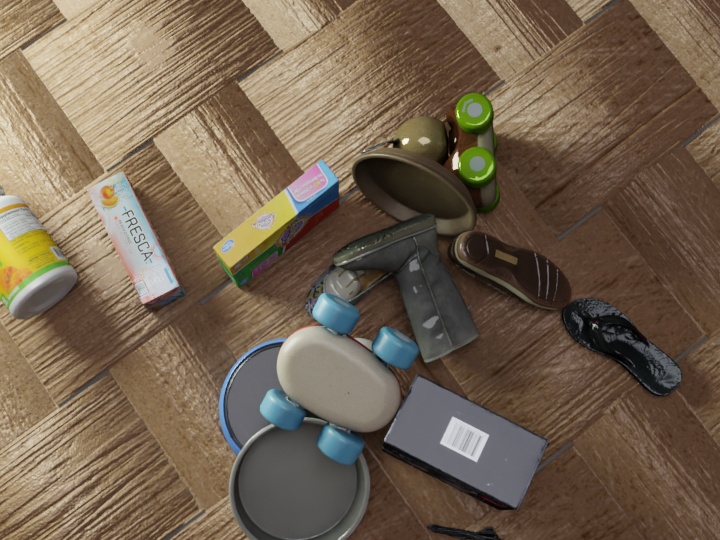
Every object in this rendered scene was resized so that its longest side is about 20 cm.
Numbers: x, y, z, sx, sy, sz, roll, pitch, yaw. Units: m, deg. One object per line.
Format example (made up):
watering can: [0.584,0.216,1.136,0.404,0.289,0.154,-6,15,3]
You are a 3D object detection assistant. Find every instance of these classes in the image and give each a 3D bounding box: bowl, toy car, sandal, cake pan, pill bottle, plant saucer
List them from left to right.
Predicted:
pill bottle: [-0.517,-0.038,1.633,0.111,0.111,0.200,-37,80,-8]
bowl: [-0.109,0.198,1.621,0.198,0.039,0.203,0,78,0]
cake pan: [-0.086,0.302,1.568,0.198,0.037,0.202,-1,96,-7]
toy car: [-0.023,0.137,1.548,0.176,0.200,0.185,29,98,1]
plant saucer: [0.081,-0.116,1.610,0.199,0.200,0.030,25,70,5]
toy car: [0.103,-0.167,1.647,0.198,0.164,0.159,-3,77,9]
sandal: [0.390,0.105,1.638,0.200,0.048,0.076,36,80,6]

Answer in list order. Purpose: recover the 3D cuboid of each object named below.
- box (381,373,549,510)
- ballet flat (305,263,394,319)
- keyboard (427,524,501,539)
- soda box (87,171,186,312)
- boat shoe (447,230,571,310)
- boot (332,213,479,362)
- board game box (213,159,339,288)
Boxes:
box: [0.139,0.243,1.540,0.199,0.182,0.105,26,80,6]
ballet flat: [0.000,0.000,1.650,0.200,0.072,0.072,-35,80,-7]
keyboard: [0.133,0.422,1.583,0.198,0.021,0.128,8,78,1]
soda box: [-0.333,-0.042,1.657,0.063,0.068,0.201,-26,80,-6]
boat shoe: [0.219,0.000,1.651,0.201,0.075,0.075,30,70,-17]
boot: [0.067,0.037,1.607,0.180,0.073,0.202,-19,105,-15]
board game box: [-0.119,-0.065,1.620,0.200,0.153,0.040,-40,82,-8]
